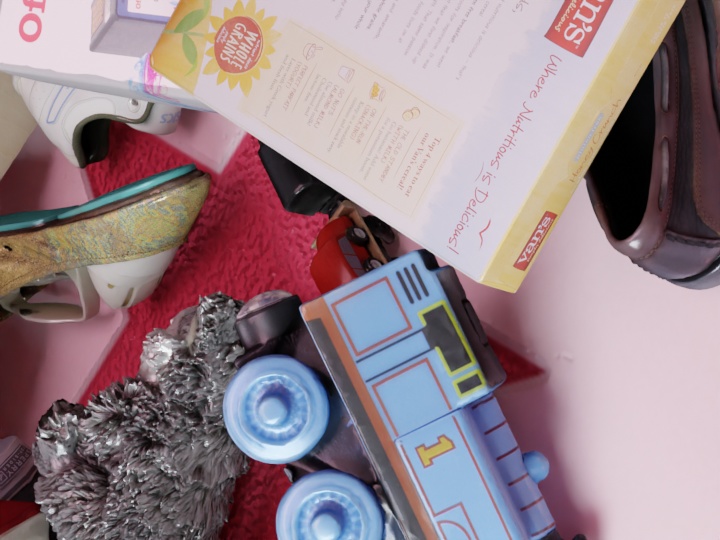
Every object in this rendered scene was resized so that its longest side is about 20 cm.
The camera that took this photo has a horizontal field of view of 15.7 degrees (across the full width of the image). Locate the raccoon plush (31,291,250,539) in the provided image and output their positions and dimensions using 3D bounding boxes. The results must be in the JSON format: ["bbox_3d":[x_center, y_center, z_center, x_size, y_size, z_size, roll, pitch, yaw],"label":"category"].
[{"bbox_3d":[-0.070,0.108,1.229,0.134,0.097,0.201,-36,59,31],"label":"raccoon plush"}]

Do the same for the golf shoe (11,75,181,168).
[{"bbox_3d":[-0.100,-0.122,1.329,0.200,0.078,0.098,-29,84,42],"label":"golf shoe"}]

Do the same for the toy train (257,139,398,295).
[{"bbox_3d":[0.000,0.000,1.204,0.034,0.046,0.200,-49,52,29],"label":"toy train"}]

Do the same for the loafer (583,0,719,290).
[{"bbox_3d":[0.110,-0.088,1.092,0.072,0.063,0.201,-35,59,37],"label":"loafer"}]

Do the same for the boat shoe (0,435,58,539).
[{"bbox_3d":[-0.219,0.142,1.397,0.057,0.069,0.200,49,145,-11],"label":"boat shoe"}]

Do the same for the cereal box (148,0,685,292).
[{"bbox_3d":[0.019,-0.100,1.090,0.200,0.039,0.144,34,99,29],"label":"cereal box"}]

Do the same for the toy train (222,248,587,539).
[{"bbox_3d":[0.022,0.090,1.108,0.114,0.087,0.201,-26,87,8],"label":"toy train"}]

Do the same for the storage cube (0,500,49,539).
[{"bbox_3d":[-0.255,0.202,1.212,0.179,0.171,0.201,2,97,17],"label":"storage cube"}]

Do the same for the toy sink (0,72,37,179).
[{"bbox_3d":[-0.286,-0.108,1.435,0.200,0.130,0.112,10,61,46],"label":"toy sink"}]

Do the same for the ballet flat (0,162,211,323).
[{"bbox_3d":[-0.140,-0.008,1.347,0.200,0.071,0.071,-12,75,44],"label":"ballet flat"}]

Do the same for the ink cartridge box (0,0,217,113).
[{"bbox_3d":[-0.058,-0.145,1.204,0.199,0.087,0.146,11,91,20],"label":"ink cartridge box"}]
